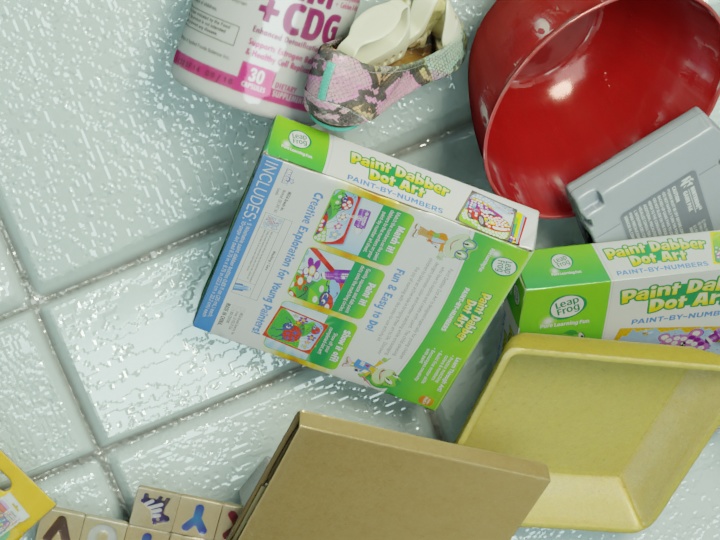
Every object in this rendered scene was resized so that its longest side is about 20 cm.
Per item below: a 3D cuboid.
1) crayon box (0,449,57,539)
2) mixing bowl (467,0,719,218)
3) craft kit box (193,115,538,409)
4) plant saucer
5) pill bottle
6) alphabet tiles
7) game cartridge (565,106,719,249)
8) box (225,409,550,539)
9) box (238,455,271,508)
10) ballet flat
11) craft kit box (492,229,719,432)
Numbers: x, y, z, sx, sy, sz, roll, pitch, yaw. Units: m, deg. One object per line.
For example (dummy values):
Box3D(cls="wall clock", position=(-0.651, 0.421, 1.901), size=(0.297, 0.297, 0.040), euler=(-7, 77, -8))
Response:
Box3D(cls="crayon box", position=(-0.340, 0.191, 1.445), size=(0.200, 0.052, 0.126), euler=(-42, 109, 2))
Box3D(cls="mixing bowl", position=(0.153, -0.148, 1.409), size=(0.199, 0.109, 0.201), euler=(-19, 140, -17))
Box3D(cls="craft kit box", position=(0.000, 0.000, 1.393), size=(0.197, 0.049, 0.200), euler=(22, 138, -6))
Box3D(cls="plant saucer", position=(0.161, 0.115, 1.461), size=(0.199, 0.049, 0.200), euler=(6, 134, -20))
Box3D(cls="pill bottle", position=(-0.051, -0.212, 1.365), size=(0.113, 0.113, 0.201), euler=(16, 101, -15))
Box3D(cls="alphabet tiles", position=(-0.157, 0.243, 1.499), size=(0.199, 0.008, 0.168), euler=(13, 112, -10))
Box3D(cls="game cartridge", position=(0.236, -0.033, 1.470), size=(0.133, 0.041, 0.200), euler=(-28, 139, 0))
Box3D(cls="box", position=(0.019, 0.179, 1.447), size=(0.199, 0.021, 0.164), euler=(14, 131, -17))
Box3D(cls="box", position=(-0.006, 0.218, 1.527), size=(0.200, 0.039, 0.041), euler=(37, 97, -18))
Box3D(cls="ballet flat", position=(0.027, -0.160, 1.360), size=(0.069, 0.200, 0.071), euler=(28, 125, 18))
Box3D(cls="craft kit box", position=(0.202, 0.056, 1.477), size=(0.199, 0.049, 0.198), euler=(-6, 135, -10))
